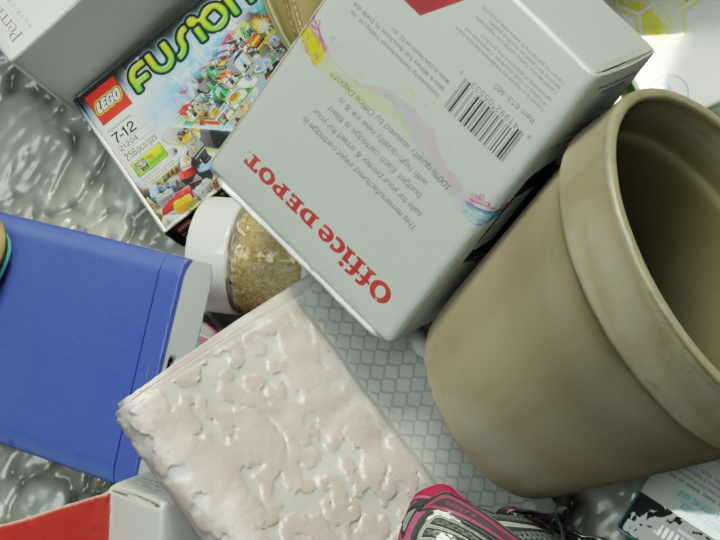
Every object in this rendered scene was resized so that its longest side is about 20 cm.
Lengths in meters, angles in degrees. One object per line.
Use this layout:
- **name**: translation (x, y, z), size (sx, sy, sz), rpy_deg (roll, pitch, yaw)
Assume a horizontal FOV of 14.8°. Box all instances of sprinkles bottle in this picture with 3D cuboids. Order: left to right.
- **sprinkles bottle**: translation (0.000, 0.000, 1.606), size (0.199, 0.068, 0.069), rpy_deg (6, 79, 17)

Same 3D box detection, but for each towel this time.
- **towel**: translation (-0.009, 0.108, 1.504), size (0.191, 0.032, 0.200), rpy_deg (-36, 89, -34)

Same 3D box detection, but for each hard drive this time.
- **hard drive**: translation (-0.169, 0.044, 1.609), size (0.200, 0.025, 0.133), rpy_deg (13, 90, 48)

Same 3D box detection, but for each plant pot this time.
- **plant pot**: translation (0.133, 0.031, 1.467), size (0.173, 0.200, 0.201), rpy_deg (-32, 69, 32)

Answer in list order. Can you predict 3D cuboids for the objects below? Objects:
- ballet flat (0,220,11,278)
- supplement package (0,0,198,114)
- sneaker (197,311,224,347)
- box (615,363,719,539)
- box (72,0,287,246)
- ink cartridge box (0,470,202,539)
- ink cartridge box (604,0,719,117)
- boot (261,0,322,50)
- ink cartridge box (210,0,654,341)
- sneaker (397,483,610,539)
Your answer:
- **ballet flat**: translation (-0.271, 0.052, 1.650), size (0.069, 0.063, 0.201), rpy_deg (35, 107, 52)
- **supplement package**: translation (-0.148, -0.213, 1.674), size (0.200, 0.117, 0.117), rpy_deg (-42, 70, 3)
- **sneaker**: translation (-0.099, 0.067, 1.608), size (0.200, 0.088, 0.081), rpy_deg (36, 89, 21)
- **box**: translation (0.231, 0.083, 1.530), size (0.082, 0.049, 0.200), rpy_deg (32, 87, 21)
- **box**: translation (-0.064, -0.119, 1.671), size (0.200, 0.035, 0.110), rpy_deg (-38, 70, 4)
- **ink cartridge box**: translation (-0.124, 0.214, 1.497), size (0.045, 0.176, 0.201), rpy_deg (14, 109, 34)
- **ink cartridge box**: translation (0.140, -0.134, 1.593), size (0.199, 0.048, 0.146), rpy_deg (-24, 72, -4)
- **boot**: translation (-0.003, -0.199, 1.547), size (0.072, 0.155, 0.201), rpy_deg (-10, 105, -22)
- **ink cartridge box**: translation (0.035, -0.086, 1.485), size (0.146, 0.083, 0.200), rpy_deg (44, 119, 12)
- **sneaker**: translation (0.113, 0.166, 1.485), size (0.081, 0.199, 0.075), rpy_deg (-41, 40, 48)
